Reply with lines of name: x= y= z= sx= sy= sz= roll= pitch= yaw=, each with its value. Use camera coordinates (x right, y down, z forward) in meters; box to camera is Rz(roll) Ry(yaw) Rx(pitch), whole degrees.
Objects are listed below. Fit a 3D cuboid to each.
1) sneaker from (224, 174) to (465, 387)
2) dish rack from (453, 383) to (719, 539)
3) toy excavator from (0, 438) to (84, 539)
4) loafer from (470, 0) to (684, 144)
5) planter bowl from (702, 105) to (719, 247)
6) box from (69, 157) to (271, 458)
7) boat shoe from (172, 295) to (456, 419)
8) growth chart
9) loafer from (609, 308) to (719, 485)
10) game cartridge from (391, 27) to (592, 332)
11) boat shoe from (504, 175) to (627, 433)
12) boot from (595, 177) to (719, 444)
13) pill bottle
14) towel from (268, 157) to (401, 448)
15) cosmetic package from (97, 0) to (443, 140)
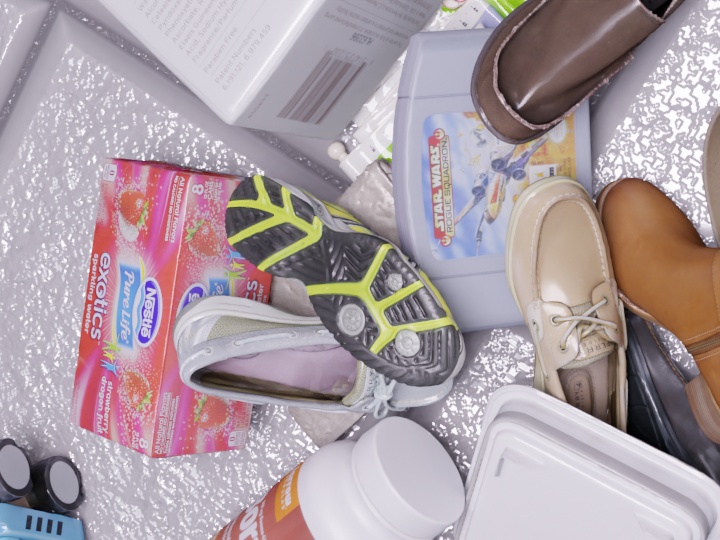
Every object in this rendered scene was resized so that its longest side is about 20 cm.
sneaker: x=0.000 y=0.000 z=0.805 sx=0.200 sy=0.076 sz=0.076 roll=42 pitch=111 yaw=27
dish rack: x=0.141 y=0.183 z=0.818 sx=0.171 sy=0.044 sz=0.200 roll=26 pitch=135 yaw=18
toy excavator: x=-0.264 y=0.256 z=0.967 sx=0.100 sy=0.194 sz=0.201 roll=-21 pitch=63 yaw=18
loafer: x=0.147 y=-0.161 z=0.760 sx=0.073 sy=0.071 sz=0.200 roll=45 pitch=77 yaw=-8
planter bowl: x=0.316 y=-0.034 z=0.724 sx=0.134 sy=0.200 sz=0.201 roll=-22 pitch=91 yaw=-8
box: x=-0.133 y=0.025 z=0.881 sx=0.099 sy=0.095 sz=0.201 roll=14 pitch=97 yaw=40
boat shoe: x=-0.026 y=0.066 z=0.821 sx=0.201 sy=0.065 sz=0.075 roll=12 pitch=120 yaw=-20
growth chart: x=0.071 y=-0.114 z=0.864 sx=0.145 sy=0.018 sz=0.200 roll=37 pitch=107 yaw=8
loafer: x=0.225 y=0.114 z=0.831 sx=0.072 sy=0.073 sz=0.201 roll=-22 pitch=85 yaw=-13
game cartridge: x=0.088 y=-0.060 z=0.811 sx=0.133 sy=0.042 sz=0.201 roll=-7 pitch=99 yaw=-17
boat shoe: x=0.141 y=0.037 z=0.787 sx=0.072 sy=0.065 sz=0.201 roll=-15 pitch=116 yaw=-12
boot: x=0.223 y=0.003 z=0.748 sx=0.073 sy=0.155 sz=0.200 roll=-22 pitch=73 yaw=-14
pill bottle: x=-0.024 y=0.193 z=0.871 sx=0.200 sy=0.112 sz=0.112 roll=-43 pitch=84 yaw=28
towel: x=-0.004 y=0.025 z=0.892 sx=0.200 sy=0.034 sz=0.133 roll=-43 pitch=84 yaw=24
cosmetic package: x=-0.069 y=-0.214 z=0.804 sx=0.200 sy=0.167 sz=0.166 roll=43 pitch=107 yaw=14
